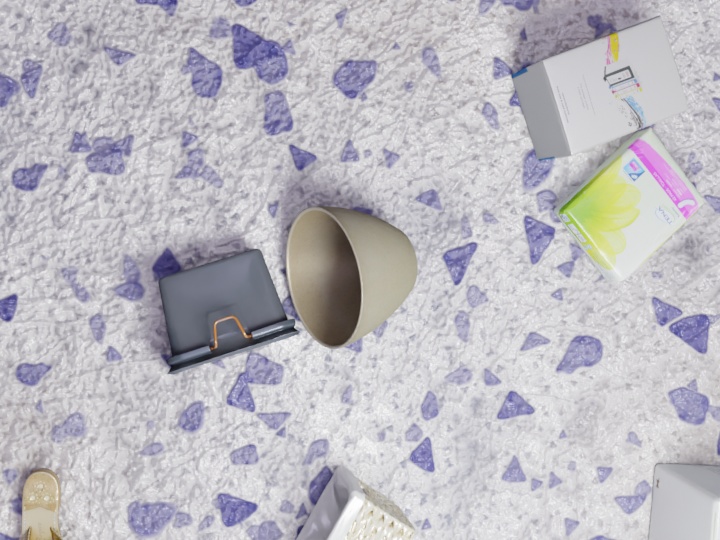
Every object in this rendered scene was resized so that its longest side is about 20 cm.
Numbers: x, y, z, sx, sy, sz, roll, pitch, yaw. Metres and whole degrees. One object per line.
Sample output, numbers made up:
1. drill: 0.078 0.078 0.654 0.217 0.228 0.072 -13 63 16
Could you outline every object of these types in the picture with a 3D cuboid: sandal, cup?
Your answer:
1. sandal: -0.465 0.404 1.311 0.076 0.070 0.217 -4 94 -8
2. cup: 0.000 0.000 1.315 0.141 0.199 0.205 -11 95 -34

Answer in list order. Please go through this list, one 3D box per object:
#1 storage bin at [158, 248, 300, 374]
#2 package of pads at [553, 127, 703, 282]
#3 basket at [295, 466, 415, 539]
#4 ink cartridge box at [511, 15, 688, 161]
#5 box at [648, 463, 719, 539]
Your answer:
1. storage bin: -0.201 0.056 1.306 0.196 0.146 0.137 -18 86 -7
2. package of pads: 0.425 -0.099 1.422 0.199 0.068 0.155 -41 97 -4
3. basket: -0.022 0.424 1.351 0.122 0.135 0.202 31 88 -13
4. ink cartridge box: 0.359 -0.271 1.362 0.196 0.147 0.147 -21 96 -7
5. box: 0.571 0.426 1.407 0.167 0.199 0.205 5 93 -8
